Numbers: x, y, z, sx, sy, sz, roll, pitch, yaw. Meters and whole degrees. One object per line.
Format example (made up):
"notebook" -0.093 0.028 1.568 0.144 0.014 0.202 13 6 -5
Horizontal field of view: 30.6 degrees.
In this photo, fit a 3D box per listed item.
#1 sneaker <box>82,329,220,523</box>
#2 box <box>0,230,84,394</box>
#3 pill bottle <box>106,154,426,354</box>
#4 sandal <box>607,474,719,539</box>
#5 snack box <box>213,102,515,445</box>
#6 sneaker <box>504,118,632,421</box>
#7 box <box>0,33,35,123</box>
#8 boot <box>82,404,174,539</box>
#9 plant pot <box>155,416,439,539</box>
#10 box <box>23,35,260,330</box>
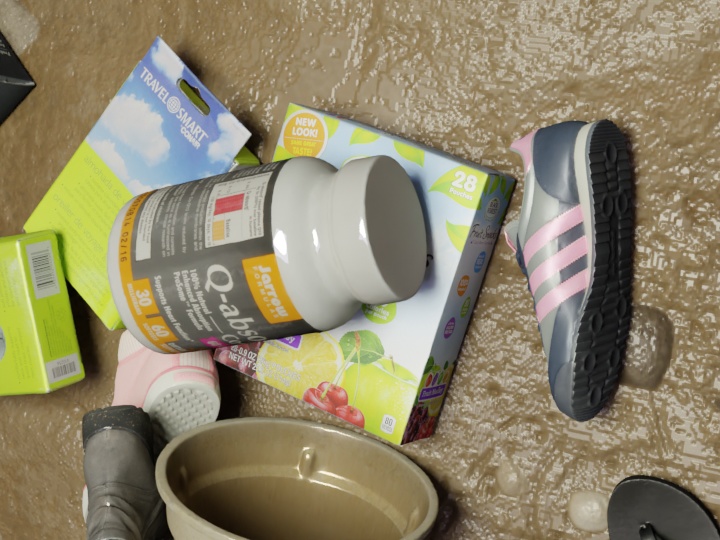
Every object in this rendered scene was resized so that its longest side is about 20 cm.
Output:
"sneaker" -0.166 0.115 1.039 0.201 0.074 0.105 -58 33 36
"box" -0.321 0.041 1.081 0.198 0.047 0.124 -7 96 34
"pill bottle" -0.063 -0.012 0.887 0.197 0.116 0.118 -10 87 27
"sandal" 0.216 0.235 0.876 0.074 0.045 0.203 -18 84 24
"snack box" 0.000 0.000 0.957 0.167 0.067 0.203 21 98 24
"sneaker" 0.138 -0.001 0.904 0.081 0.070 0.203 3 90 41
"box" -0.398 -0.186 1.113 0.148 0.104 0.201 -40 76 19
"boot" -0.165 0.203 0.954 0.069 0.201 0.133 -11 51 5
"plant pot" -0.057 0.231 0.934 0.198 0.200 0.186 17 109 23
"box" -0.169 -0.067 1.042 0.122 0.048 0.201 45 109 17
